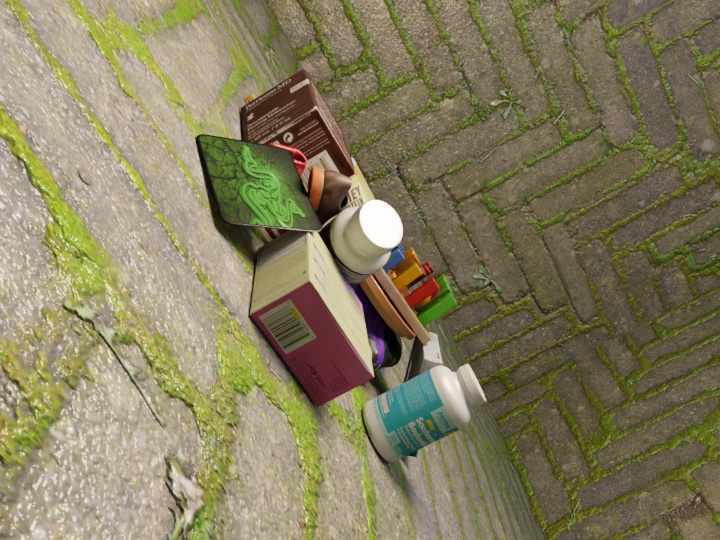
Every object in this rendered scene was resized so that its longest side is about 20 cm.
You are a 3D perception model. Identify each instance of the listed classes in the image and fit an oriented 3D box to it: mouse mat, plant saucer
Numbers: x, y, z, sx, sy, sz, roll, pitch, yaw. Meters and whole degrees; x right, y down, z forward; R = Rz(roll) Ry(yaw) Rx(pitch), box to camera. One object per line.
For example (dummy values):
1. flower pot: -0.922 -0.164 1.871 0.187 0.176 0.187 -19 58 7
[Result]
1. mouse mat: -0.152 -0.132 1.004 0.159 0.008 0.202 4 46 -33
2. plant saucer: 0.039 0.049 1.288 0.201 0.032 0.200 54 6 -8

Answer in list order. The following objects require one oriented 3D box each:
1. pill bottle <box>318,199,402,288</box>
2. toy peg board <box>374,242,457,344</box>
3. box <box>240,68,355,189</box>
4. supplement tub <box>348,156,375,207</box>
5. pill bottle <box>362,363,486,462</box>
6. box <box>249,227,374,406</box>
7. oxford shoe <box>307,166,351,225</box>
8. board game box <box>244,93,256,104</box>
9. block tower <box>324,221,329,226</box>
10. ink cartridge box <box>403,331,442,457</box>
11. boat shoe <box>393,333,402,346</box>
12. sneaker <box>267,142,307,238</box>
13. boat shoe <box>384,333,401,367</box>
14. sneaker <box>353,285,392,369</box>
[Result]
1. pill bottle: -0.018 -0.035 1.109 0.110 0.200 0.113 14 61 -28
2. toy peg board: 0.102 0.009 1.336 0.200 0.097 0.200 55 9 -11
3. box: -0.128 -0.261 1.354 0.165 0.164 0.201 54 11 -37
4. supplement tub: -0.051 -0.189 1.661 0.202 0.143 0.145 60 9 -11
5. pill bottle: 0.111 0.235 1.149 0.112 0.198 0.111 58 10 -16
6. box: -0.070 0.056 0.978 0.177 0.096 0.201 58 11 -26
7. oxford shoe: -0.057 -0.102 1.122 0.200 0.071 0.072 118 -25 -71
8. board game box: -0.205 -0.331 1.577 0.097 0.030 0.200 65 7 13
9. block tower: -0.084 -0.121 1.355 0.054 0.057 0.202 48 33 -27
10. ink cartridge box: 0.115 0.229 1.329 0.200 0.040 0.203 -84 -174 -74
11. boat shoe: 0.023 0.103 1.466 0.201 0.070 0.070 55 0 9
12. sneaker: -0.123 -0.128 1.153 0.201 0.114 0.079 54 11 -41
13. boat shoe: -0.001 0.112 1.336 0.201 0.075 0.074 55 -24 4
14. sneaker: 0.009 0.094 1.272 0.098 0.069 0.203 5 60 -39
